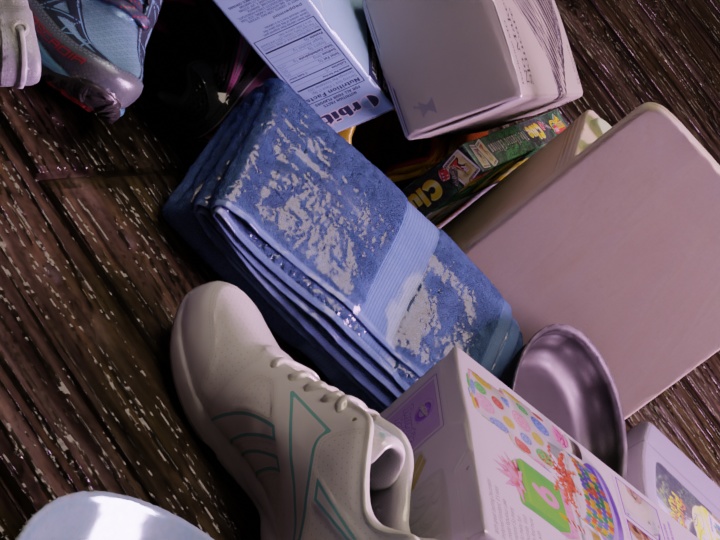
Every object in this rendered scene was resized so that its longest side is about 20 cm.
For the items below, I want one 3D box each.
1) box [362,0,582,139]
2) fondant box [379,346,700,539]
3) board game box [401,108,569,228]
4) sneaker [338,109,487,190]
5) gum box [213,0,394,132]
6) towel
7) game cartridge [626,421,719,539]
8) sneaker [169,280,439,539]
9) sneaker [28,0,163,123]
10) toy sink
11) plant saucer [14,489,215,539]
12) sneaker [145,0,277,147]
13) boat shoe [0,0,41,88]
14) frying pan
[{"bbox_3d":[0.065,-0.121,1.268,0.200,0.068,0.082,-23,95,-75],"label":"box"},{"bbox_3d":[0.100,0.145,1.072,0.200,0.058,0.144,40,22,-24],"label":"fondant box"},{"bbox_3d":[0.054,-0.046,1.327,0.023,0.105,0.200,51,21,5],"label":"board game box"},{"bbox_3d":[0.023,-0.070,1.324,0.077,0.073,0.200,17,13,31],"label":"sneaker"},{"bbox_3d":[-0.052,-0.194,1.183,0.200,0.045,0.170,50,26,-44],"label":"gum box"},{"bbox_3d":[0.000,0.000,1.167,0.200,0.049,0.112,43,48,-18],"label":"towel"},{"bbox_3d":[0.196,0.176,1.348,0.133,0.041,0.200,39,23,-19],"label":"game cartridge"},{"bbox_3d":[-0.019,0.077,1.007,0.070,0.080,0.200,21,34,-50],"label":"sneaker"},{"bbox_3d":[-0.130,-0.159,1.146,0.079,0.096,0.200,34,26,-36],"label":"sneaker"},{"bbox_3d":[0.129,-0.002,1.274,0.130,0.200,0.112,47,21,-8],"label":"toy sink"},{"bbox_3d":[-0.062,0.171,0.818,0.201,0.039,0.201,42,23,-23],"label":"plant saucer"},{"bbox_3d":[-0.080,-0.140,1.245,0.086,0.080,0.200,31,27,-37],"label":"sneaker"},{"bbox_3d":[-0.175,-0.152,1.048,0.065,0.075,0.202,6,40,-12],"label":"boat shoe"},{"bbox_3d":[0.125,0.097,1.219,0.190,0.031,0.115,29,59,-49],"label":"frying pan"}]
